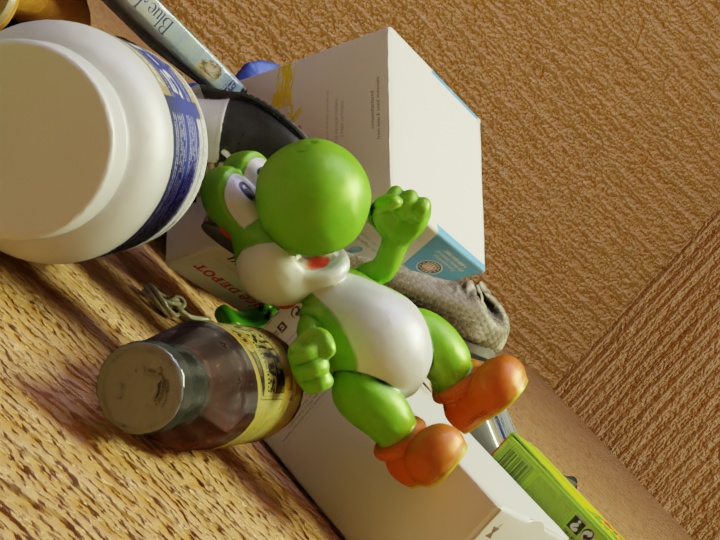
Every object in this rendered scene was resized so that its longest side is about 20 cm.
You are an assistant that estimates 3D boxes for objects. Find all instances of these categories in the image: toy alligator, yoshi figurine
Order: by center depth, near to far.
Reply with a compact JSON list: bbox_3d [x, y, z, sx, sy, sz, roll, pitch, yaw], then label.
[{"bbox_3d":[0.000,0.010,0.822,0.200,0.112,0.112,48,12,-3],"label":"yoshi figurine"},{"bbox_3d":[-0.059,0.048,1.053,0.200,0.054,0.059,40,5,-34],"label":"toy alligator"}]

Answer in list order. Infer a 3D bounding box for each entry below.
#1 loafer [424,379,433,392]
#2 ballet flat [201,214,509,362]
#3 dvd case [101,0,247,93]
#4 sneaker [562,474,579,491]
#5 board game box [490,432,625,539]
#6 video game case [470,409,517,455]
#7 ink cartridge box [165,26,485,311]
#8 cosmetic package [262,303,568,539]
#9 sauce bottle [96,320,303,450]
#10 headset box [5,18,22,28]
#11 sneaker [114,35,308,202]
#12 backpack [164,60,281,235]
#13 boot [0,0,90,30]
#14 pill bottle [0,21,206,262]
[{"bbox_3d":[0.040,0.087,1.111,0.072,0.063,0.201,-116,-178,-48],"label":"loafer"},{"bbox_3d":[0.000,0.000,0.956,0.199,0.047,0.067,23,-5,-3],"label":"ballet flat"},{"bbox_3d":[-0.164,-0.187,0.976,0.200,0.018,0.143,44,-4,-39],"label":"dvd case"},{"bbox_3d":[0.156,0.209,1.248,0.200,0.084,0.077,43,5,1],"label":"sneaker"},{"bbox_3d":[0.127,0.203,0.936,0.200,0.102,0.048,46,6,33],"label":"board game box"},{"bbox_3d":[0.120,0.183,1.097,0.182,0.022,0.201,17,50,-80],"label":"video game case"},{"bbox_3d":[-0.034,-0.052,1.053,0.128,0.199,0.126,36,45,-49],"label":"ink cartridge box"},{"bbox_3d":[0.018,0.113,0.937,0.200,0.085,0.108,47,7,36],"label":"cosmetic package"},{"bbox_3d":[-0.075,0.057,0.769,0.066,0.066,0.200,43,4,8],"label":"sauce bottle"},{"bbox_3d":[-0.288,-0.179,1.023,0.149,0.075,0.200,47,6,30],"label":"headset box"},{"bbox_3d":[-0.114,-0.071,0.952,0.199,0.089,0.074,24,-35,22],"label":"sneaker"},{"bbox_3d":[-0.071,-0.061,1.264,0.163,0.168,0.200,45,-2,17],"label":"backpack"},{"bbox_3d":[-0.200,-0.170,0.903,0.144,0.071,0.201,37,11,-51],"label":"boot"},{"bbox_3d":[-0.150,-0.065,0.806,0.120,0.120,0.200,43,4,-1],"label":"pill bottle"}]
